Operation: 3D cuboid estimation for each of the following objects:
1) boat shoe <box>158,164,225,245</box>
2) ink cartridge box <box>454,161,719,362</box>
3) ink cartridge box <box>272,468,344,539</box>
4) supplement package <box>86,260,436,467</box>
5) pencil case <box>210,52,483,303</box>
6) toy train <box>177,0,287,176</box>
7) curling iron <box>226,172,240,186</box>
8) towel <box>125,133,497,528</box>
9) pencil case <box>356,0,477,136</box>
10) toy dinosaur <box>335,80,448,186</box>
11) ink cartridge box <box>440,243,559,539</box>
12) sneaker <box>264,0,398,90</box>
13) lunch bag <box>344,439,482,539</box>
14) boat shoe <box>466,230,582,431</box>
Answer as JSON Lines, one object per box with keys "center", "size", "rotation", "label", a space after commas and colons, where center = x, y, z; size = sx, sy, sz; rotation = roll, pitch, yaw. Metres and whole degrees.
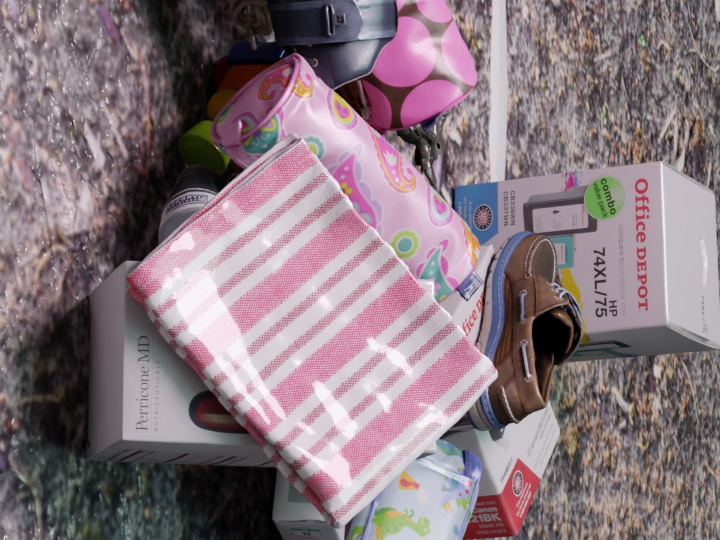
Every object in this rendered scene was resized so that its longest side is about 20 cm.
{"center": [-0.095, 0.022, 1.412], "size": [0.068, 0.073, 0.200], "rotation": [-91, 166, -56], "label": "boat shoe"}
{"center": [0.202, -0.002, 1.852], "size": [0.146, 0.199, 0.148], "rotation": [20, 66, -60], "label": "ink cartridge box"}
{"center": [-0.022, 0.123, 1.475], "size": [0.200, 0.050, 0.162], "rotation": [72, 21, -69], "label": "ink cartridge box"}
{"center": [-0.064, 0.063, 1.306], "size": [0.199, 0.109, 0.115], "rotation": [3, 78, -18], "label": "supplement package"}
{"center": [-0.007, -0.050, 1.383], "size": [0.200, 0.087, 0.088], "rotation": [45, 43, -25], "label": "pencil case"}
{"center": [-0.087, -0.114, 1.455], "size": [0.116, 0.084, 0.201], "rotation": [-50, 129, -37], "label": "toy train"}
{"center": [-0.050, -0.015, 1.438], "size": [0.200, 0.025, 0.050], "rotation": [61, 31, -59], "label": "curling iron"}
{"center": [-0.026, 0.035, 1.249], "size": [0.146, 0.030, 0.200], "rotation": [-42, 94, -22], "label": "towel"}
{"center": [0.007, -0.196, 1.477], "size": [0.201, 0.093, 0.091], "rotation": [64, -4, -15], "label": "pencil case"}
{"center": [-0.007, -0.111, 1.573], "size": [0.136, 0.102, 0.201], "rotation": [46, 39, -49], "label": "toy dinosaur"}
{"center": [0.083, 0.099, 1.724], "size": [0.201, 0.083, 0.145], "rotation": [67, 31, -26], "label": "ink cartridge box"}
{"center": [-0.071, -0.185, 1.395], "size": [0.077, 0.201, 0.147], "rotation": [-100, -171, -74], "label": "sneaker"}
{"center": [0.012, 0.219, 1.495], "size": [0.082, 0.161, 0.201], "rotation": [26, 48, -7], "label": "lunch bag"}
{"center": [0.140, 0.047, 1.677], "size": [0.072, 0.072, 0.201], "rotation": [57, 36, -39], "label": "boat shoe"}
